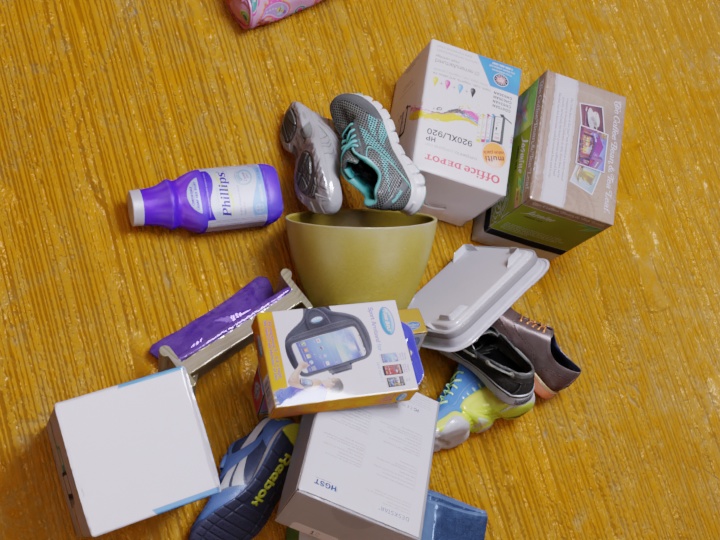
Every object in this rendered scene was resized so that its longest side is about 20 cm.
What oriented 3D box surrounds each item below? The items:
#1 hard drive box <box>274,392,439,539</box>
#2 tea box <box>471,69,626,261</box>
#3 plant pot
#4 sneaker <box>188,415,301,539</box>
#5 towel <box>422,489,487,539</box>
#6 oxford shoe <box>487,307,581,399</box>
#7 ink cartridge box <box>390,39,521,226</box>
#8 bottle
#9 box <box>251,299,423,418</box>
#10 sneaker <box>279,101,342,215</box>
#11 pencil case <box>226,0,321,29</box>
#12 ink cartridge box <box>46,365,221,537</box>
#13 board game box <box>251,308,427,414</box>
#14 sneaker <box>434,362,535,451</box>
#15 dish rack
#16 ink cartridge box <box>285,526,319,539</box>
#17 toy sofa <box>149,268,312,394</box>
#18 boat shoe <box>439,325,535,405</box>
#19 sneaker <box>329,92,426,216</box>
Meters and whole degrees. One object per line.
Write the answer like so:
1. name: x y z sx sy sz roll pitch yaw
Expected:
1. hard drive box: 0.001 0.222 1.189 0.155 0.077 0.201 25 43 -9
2. tea box: 0.268 -0.143 1.438 0.133 0.197 0.201 16 69 -14
3. plant pot: 0.000 0.000 1.324 0.199 0.200 0.143 -3 101 -20
4. sneaker: -0.143 0.265 1.249 0.200 0.082 0.074 -49 126 -9
5. towel: 0.078 0.334 1.277 0.199 0.048 0.112 29 62 -33
6. oxford shoe: 0.232 0.085 1.416 0.200 0.073 0.071 49 31 -7
7. ink cartridge box: 0.125 -0.191 1.430 0.146 0.145 0.201 15 71 -16
8. bottle: -0.205 -0.092 1.328 0.199 0.065 0.084 -7 78 -21
9. box: -0.020 0.101 1.179 0.199 0.042 0.120 -6 64 -18
10. sneaker: -0.042 -0.154 1.371 0.099 0.078 0.201 7 47 -27
11. pencil case: -0.098 -0.417 1.450 0.199 0.087 0.088 -26 85 -23
12. ink cartridge box: -0.265 0.211 1.146 0.146 0.200 0.147 -15 82 -22
13. board game box: -0.030 0.117 1.282 0.199 0.153 0.040 -3 51 -21
14. sneaker: 0.135 0.176 1.379 0.199 0.076 0.105 -15 60 -21
15. dish rack: 0.140 0.026 1.358 0.200 0.171 0.044 -42 115 -24
16. ink cartridge box: -0.032 0.262 1.289 0.103 0.059 0.201 9 72 -19
17. toy sofa: -0.167 0.074 1.275 0.200 0.083 0.098 -33 76 -24
18. boat shoe: 0.162 0.097 1.355 0.070 0.064 0.200 -28 48 -29
19. sneaker: 0.006 -0.157 1.316 0.091 0.078 0.200 -9 57 -42
